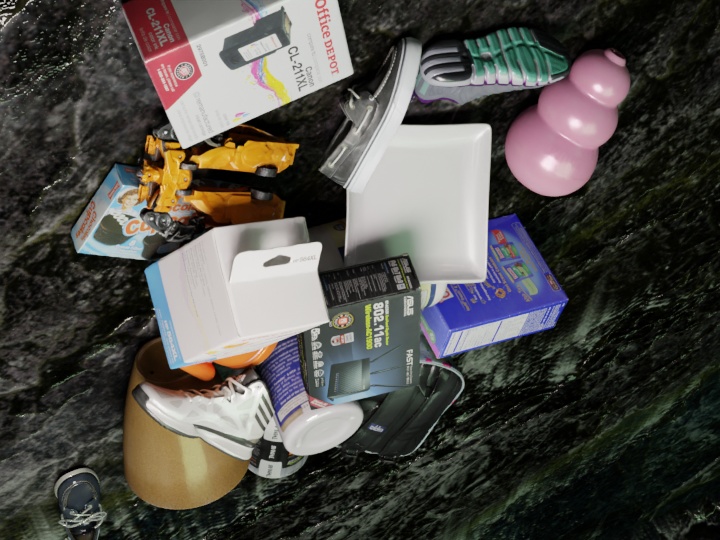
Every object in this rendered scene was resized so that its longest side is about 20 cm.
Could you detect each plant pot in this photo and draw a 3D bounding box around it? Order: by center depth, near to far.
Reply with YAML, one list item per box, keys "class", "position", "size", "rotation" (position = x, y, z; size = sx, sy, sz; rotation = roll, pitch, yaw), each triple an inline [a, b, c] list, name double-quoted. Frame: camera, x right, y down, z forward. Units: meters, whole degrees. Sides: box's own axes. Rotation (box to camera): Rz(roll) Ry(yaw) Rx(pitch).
- class: "plant pot"
  position: [-0.252, 0.192, 1.673]
  size: [0.184, 0.187, 0.202]
  rotation: [-17, 132, -17]

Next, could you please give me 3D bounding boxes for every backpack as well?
- class: "backpack"
  position: [0.048, 0.164, 1.755]
  size: [0.176, 0.152, 0.200]
  rotation: [15, 133, -32]

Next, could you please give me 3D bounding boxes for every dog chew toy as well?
- class: "dog chew toy"
  position: [0.272, -0.194, 1.539]
  size: [0.123, 0.125, 0.201]
  rotation: [4, 131, -42]

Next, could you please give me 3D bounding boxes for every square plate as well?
- class: "square plate"
  position: [0.069, -0.083, 1.505]
  size: [0.195, 0.028, 0.203]
  rotation: [-2, 99, -20]

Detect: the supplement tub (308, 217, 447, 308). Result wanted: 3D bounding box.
- class: "supplement tub"
  position: [0.000, 0.000, 1.585]
  size: [0.198, 0.146, 0.146]
  rotation: [-16, 148, -19]

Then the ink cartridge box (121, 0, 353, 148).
- class: "ink cartridge box"
  position: [-0.117, -0.230, 1.202]
  size: [0.198, 0.083, 0.146]
  rotation: [-24, 149, -5]

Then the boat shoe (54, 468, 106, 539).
- class: "boat shoe"
  position: [-0.440, 0.378, 1.892]
  size: [0.074, 0.062, 0.201]
  rotation: [-11, 146, -22]

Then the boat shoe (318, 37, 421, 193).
- class: "boat shoe"
  position: [0.008, -0.181, 1.387]
  size: [0.070, 0.072, 0.202]
  rotation: [20, 116, -11]

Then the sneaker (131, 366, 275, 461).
- class: "sneaker"
  position: [-0.194, 0.159, 1.558]
  size: [0.200, 0.076, 0.116]
  rotation: [31, 95, -37]

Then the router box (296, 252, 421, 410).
- class: "router box"
  position: [-0.003, 0.079, 1.499]
  size: [0.148, 0.063, 0.201]
  rotation: [-13, 139, -9]

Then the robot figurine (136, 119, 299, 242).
- class: "robot figurine"
  position: [-0.165, -0.105, 1.347]
  size: [0.198, 0.058, 0.147]
  rotation: [1, 107, -40]

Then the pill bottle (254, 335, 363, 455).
- class: "pill bottle"
  position: [-0.085, 0.142, 1.678]
  size: [0.118, 0.201, 0.120]
  rotation: [-20, 150, -12]

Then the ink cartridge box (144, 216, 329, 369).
- class: "ink cartridge box"
  position: [-0.137, 0.024, 1.377]
  size: [0.127, 0.127, 0.199]
  rotation: [-10, 172, -36]

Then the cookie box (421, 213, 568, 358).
- class: "cookie box"
  position: [0.167, 0.019, 1.725]
  size: [0.198, 0.172, 0.076]
  rotation: [-12, 144, -22]

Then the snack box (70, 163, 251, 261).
- class: "snack box"
  position: [-0.227, -0.061, 1.417]
  size: [0.198, 0.037, 0.116]
  rotation: [6, 136, -43]

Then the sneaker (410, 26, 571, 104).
- class: "sneaker"
  position: [0.152, -0.238, 1.439]
  size: [0.197, 0.075, 0.088]
  rotation: [-5, 161, -21]

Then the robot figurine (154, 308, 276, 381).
- class: "robot figurine"
  position: [-0.178, 0.060, 1.565]
  size: [0.115, 0.146, 0.200]
  rotation: [-13, 157, 26]

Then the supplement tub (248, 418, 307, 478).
- class: "supplement tub"
  position: [-0.127, 0.222, 1.845]
  size: [0.121, 0.123, 0.201]
  rotation: [-15, 148, -19]
